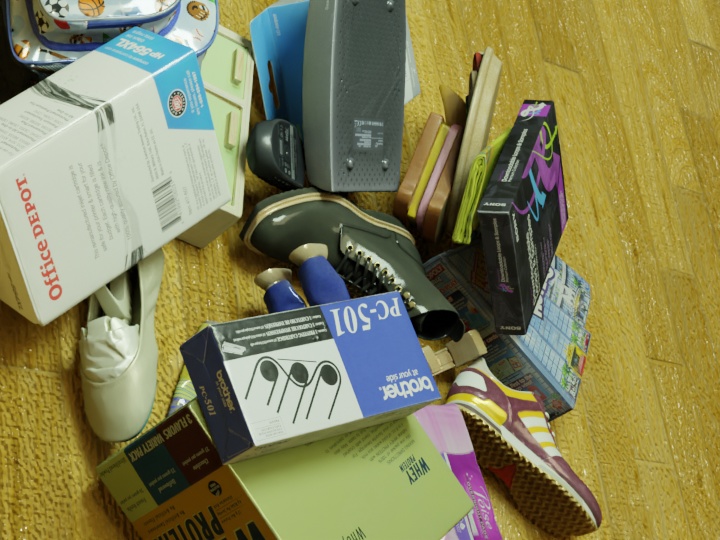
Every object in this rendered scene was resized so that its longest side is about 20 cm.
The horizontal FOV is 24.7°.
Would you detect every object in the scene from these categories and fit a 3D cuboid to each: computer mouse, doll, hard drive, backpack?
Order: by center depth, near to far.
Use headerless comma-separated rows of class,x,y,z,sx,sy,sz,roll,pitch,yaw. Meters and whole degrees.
backpack,-0.216,-0.224,1.390,0.190,0.154,0.201,0,65,-30
doll,-0.014,0.074,1.402,0.201,0.136,0.048,62,16,20
computer mouse,-0.059,-0.092,1.518,0.200,0.034,0.059,32,53,-65
hard drive,-0.005,-0.173,1.522,0.135,0.042,0.201,-6,99,-59

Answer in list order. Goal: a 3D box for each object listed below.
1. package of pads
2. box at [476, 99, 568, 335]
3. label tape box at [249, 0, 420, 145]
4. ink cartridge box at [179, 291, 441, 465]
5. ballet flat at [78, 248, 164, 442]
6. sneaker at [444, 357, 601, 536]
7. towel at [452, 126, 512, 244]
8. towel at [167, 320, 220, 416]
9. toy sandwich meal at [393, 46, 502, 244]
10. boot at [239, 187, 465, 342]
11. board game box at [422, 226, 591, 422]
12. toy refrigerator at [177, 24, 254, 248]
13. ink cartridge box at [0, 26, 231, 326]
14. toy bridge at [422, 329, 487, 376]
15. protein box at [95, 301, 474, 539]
package of pads,0.063,0.213,1.440,0.120,0.075,0.201,7,61,-56
box,0.160,-0.053,1.592,0.200,0.036,0.143,-62,148,-48
label tape box,-0.022,-0.204,1.593,0.200,0.066,0.144,-43,128,-52
ink cartridge box,-0.034,0.077,1.234,0.200,0.044,0.094,-10,73,-46
ballet flat,-0.198,0.042,1.316,0.069,0.069,0.201,26,43,-30
sneaker,0.166,0.168,1.578,0.200,0.075,0.090,44,48,-14
towel,0.123,-0.084,1.586,0.018,0.086,0.200,18,16,9
towel,-0.100,0.146,1.380,0.143,0.023,0.201,37,45,-22
toy sandwich meal,0.087,-0.125,1.618,0.070,0.206,0.206,13,48,5
boot,0.000,0.000,1.490,0.199,0.078,0.138,5,37,-40
board game box,0.144,0.020,1.661,0.200,0.062,0.200,39,44,-19
toy refrigerator,-0.146,-0.129,1.476,0.076,0.070,0.201,25,50,-30
ink cartridge box,-0.211,-0.076,1.277,0.200,0.084,0.146,-35,134,-30
toy bridge,0.041,0.096,1.508,0.200,0.067,0.027,-17,78,-57
protein box,-0.056,0.170,1.289,0.200,0.135,0.198,56,41,0
